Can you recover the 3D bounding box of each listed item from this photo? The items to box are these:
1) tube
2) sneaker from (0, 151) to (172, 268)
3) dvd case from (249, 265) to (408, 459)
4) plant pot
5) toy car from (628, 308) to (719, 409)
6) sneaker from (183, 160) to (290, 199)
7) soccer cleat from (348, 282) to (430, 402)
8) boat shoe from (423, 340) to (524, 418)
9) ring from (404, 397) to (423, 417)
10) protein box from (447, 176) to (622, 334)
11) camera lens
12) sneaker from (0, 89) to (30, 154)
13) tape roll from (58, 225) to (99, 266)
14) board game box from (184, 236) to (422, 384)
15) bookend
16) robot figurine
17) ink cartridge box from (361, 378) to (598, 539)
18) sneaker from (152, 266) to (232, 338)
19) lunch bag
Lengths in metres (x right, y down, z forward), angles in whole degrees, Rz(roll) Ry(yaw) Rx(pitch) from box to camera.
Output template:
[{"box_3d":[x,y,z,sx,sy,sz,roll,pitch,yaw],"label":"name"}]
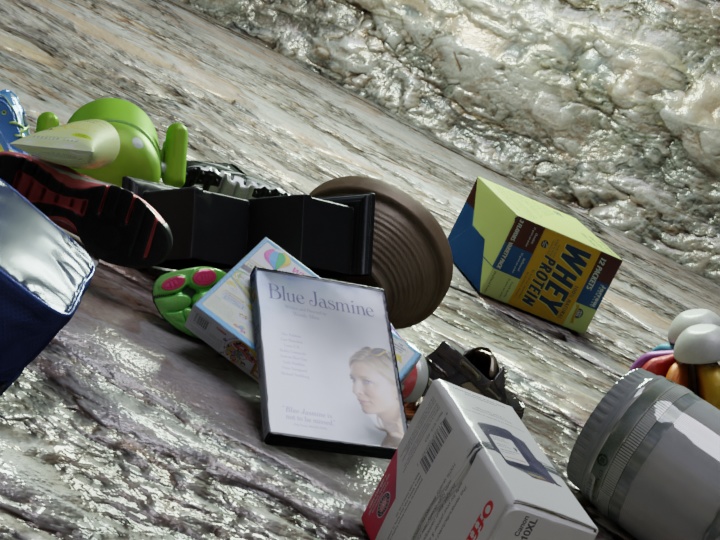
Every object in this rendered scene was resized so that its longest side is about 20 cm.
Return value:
[{"box_3d":[-0.275,-0.122,1.411,0.052,0.058,0.200,54,6,-4],"label":"tube"},{"box_3d":[-0.274,-0.070,1.435,0.199,0.074,0.087,25,12,-9],"label":"sneaker"},{"box_3d":[-0.030,0.086,1.373,0.141,0.018,0.201,10,46,-20],"label":"dvd case"},{"box_3d":[0.000,0.000,1.673,0.199,0.202,0.093,28,41,4],"label":"plant pot"},{"box_3d":[0.441,0.157,1.998,0.148,0.177,0.200,-9,11,9],"label":"toy car"},{"box_3d":[-0.156,-0.102,1.932,0.198,0.067,0.091,20,18,-20],"label":"sneaker"},{"box_3d":[-0.002,0.069,1.541,0.073,0.069,0.200,11,24,-37],"label":"soccer cleat"},{"box_3d":[0.134,0.128,1.609,0.074,0.074,0.199,40,10,35],"label":"boat shoe"},{"box_3d":[-0.011,0.099,1.585,0.199,0.019,0.201,26,15,-7],"label":"ring"},{"box_3d":[0.269,-0.026,2.309,0.198,0.136,0.199,21,14,-22],"label":"protein box"},{"box_3d":[0.336,0.216,1.517,0.199,0.161,0.159,34,15,27],"label":"camera lens"},{"box_3d":[-0.372,-0.127,1.539,0.199,0.106,0.076,29,14,10],"label":"sneaker"},{"box_3d":[-0.349,-0.036,1.399,0.201,0.037,0.203,26,13,-6],"label":"tape roll"},{"box_3d":[-0.053,0.068,1.417,0.199,0.034,0.134,37,43,7],"label":"board game box"},{"box_3d":[-0.123,-0.047,1.567,0.197,0.093,0.199,-3,-8,41],"label":"bookend"},{"box_3d":[-0.288,-0.128,1.675,0.173,0.117,0.200,6,20,-12],"label":"robot figurine"},{"box_3d":[0.086,0.200,1.138,0.084,0.146,0.200,21,15,-21],"label":"ink cartridge box"},{"box_3d":[-0.142,0.034,1.503,0.083,0.078,0.199,0,-4,41],"label":"sneaker"},{"box_3d":[-0.297,0.024,1.093,0.136,0.132,0.200,41,11,-10],"label":"lunch bag"}]
